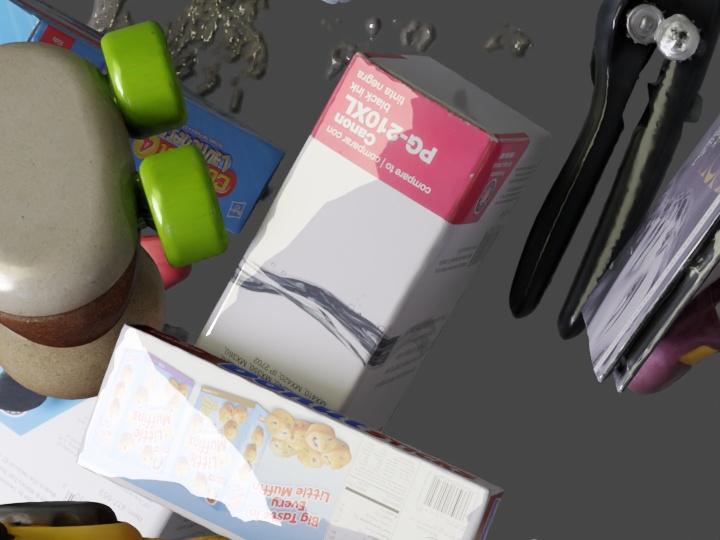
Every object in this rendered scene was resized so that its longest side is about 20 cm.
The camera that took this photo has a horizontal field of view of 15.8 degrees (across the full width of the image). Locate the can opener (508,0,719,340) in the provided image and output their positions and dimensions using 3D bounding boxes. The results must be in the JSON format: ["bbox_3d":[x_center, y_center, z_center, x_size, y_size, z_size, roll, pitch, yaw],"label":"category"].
[{"bbox_3d":[0.129,-0.062,1.269,0.063,0.079,0.201,18,93,6],"label":"can opener"}]

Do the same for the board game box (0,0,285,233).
[{"bbox_3d":[-0.173,-0.113,1.461,0.196,0.200,0.056,34,95,45],"label":"board game box"}]

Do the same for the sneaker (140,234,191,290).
[{"bbox_3d":[-0.163,0.059,1.506,0.199,0.078,0.116,-25,78,35],"label":"sneaker"}]

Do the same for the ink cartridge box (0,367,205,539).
[{"bbox_3d":[-0.177,0.146,1.426,0.146,0.086,0.201,33,102,16],"label":"ink cartridge box"}]

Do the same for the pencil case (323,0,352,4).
[{"bbox_3d":[0.038,-0.223,1.381,0.199,0.083,0.091,-30,72,33],"label":"pencil case"}]

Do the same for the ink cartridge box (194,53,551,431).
[{"bbox_3d":[0.000,0.000,1.279,0.084,0.145,0.201,32,101,11],"label":"ink cartridge box"}]

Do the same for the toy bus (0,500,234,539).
[{"bbox_3d":[-0.108,0.175,1.161,0.191,0.200,0.137,-2,88,23],"label":"toy bus"}]

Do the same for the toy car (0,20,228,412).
[{"bbox_3d":[-0.149,-0.001,1.294,0.163,0.201,0.159,-17,56,-4],"label":"toy car"}]

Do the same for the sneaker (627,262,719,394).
[{"bbox_3d":[0.190,0.008,1.167,0.075,0.090,0.200,-54,0,-44],"label":"sneaker"}]

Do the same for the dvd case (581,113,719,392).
[{"bbox_3d":[0.148,-0.025,1.153,0.149,0.016,0.200,-55,3,8],"label":"dvd case"}]

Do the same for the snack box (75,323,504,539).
[{"bbox_3d":[-0.035,0.094,1.187,0.199,0.024,0.072,23,97,22],"label":"snack box"}]
